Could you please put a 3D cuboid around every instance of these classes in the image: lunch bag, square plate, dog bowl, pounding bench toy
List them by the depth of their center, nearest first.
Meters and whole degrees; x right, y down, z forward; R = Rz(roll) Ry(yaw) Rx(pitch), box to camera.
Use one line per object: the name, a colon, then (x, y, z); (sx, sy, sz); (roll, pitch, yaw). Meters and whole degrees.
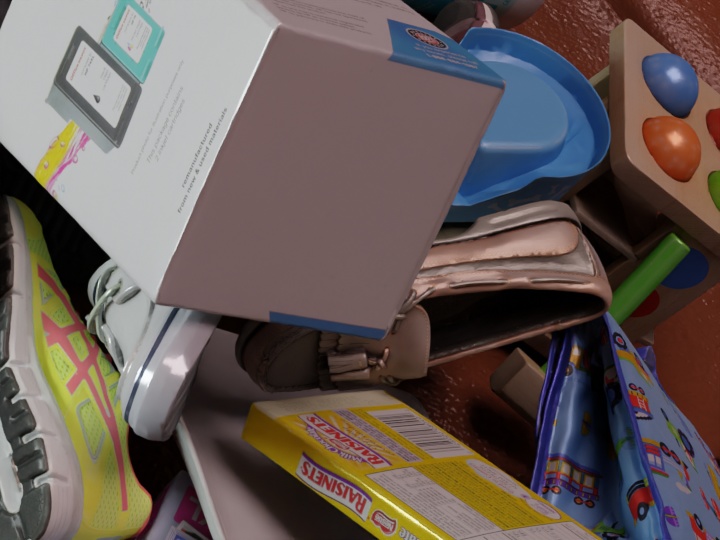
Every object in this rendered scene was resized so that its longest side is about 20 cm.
square plate: (-0.019, 0.109, 1.426); (0.198, 0.028, 0.200); (19, 27, -34)
lunch bag: (0.151, 0.116, 1.485); (0.151, 0.094, 0.201); (49, 31, -39)
dog bowl: (0.037, -0.075, 1.517); (0.199, 0.050, 0.112); (-2, 50, -28)
pounding bench toy: (0.149, -0.015, 1.600); (0.124, 0.156, 0.200); (36, 37, -26)

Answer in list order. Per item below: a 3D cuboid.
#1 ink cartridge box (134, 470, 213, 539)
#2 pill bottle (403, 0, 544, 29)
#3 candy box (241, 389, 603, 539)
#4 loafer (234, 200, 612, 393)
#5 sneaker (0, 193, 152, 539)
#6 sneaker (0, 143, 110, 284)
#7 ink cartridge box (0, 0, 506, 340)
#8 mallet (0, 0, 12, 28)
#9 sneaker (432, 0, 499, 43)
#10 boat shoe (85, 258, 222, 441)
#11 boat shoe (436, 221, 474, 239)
ink cartridge box: (-0.072, 0.195, 1.329); (0.119, 0.042, 0.200); (33, 40, -7)
pill bottle: (0.022, -0.222, 1.759); (0.199, 0.111, 0.111); (11, 46, -31)
candy box: (0.044, 0.116, 1.361); (0.200, 0.027, 0.102); (34, 25, 35)
loafer: (0.036, 0.023, 1.446); (0.199, 0.072, 0.063); (-21, 55, -19)
sneaker: (-0.153, 0.054, 1.384); (0.090, 0.078, 0.201); (14, 50, -40)
sneaker: (-0.192, -0.076, 1.476); (0.200, 0.070, 0.082); (39, 29, -5)
ink cartridge box: (-0.064, -0.084, 1.364); (0.146, 0.146, 0.200); (11, 22, -40)
mallet: (-0.235, -0.159, 1.483); (0.066, 0.041, 0.200); (63, 15, 24)
sneaker: (0.011, -0.117, 1.678); (0.115, 0.076, 0.200); (28, 40, -9)
boat shoe: (-0.103, 0.023, 1.370); (0.067, 0.074, 0.200); (23, 17, -2)
boat shoe: (0.000, 0.000, 1.509); (0.200, 0.061, 0.072); (7, 22, -19)
